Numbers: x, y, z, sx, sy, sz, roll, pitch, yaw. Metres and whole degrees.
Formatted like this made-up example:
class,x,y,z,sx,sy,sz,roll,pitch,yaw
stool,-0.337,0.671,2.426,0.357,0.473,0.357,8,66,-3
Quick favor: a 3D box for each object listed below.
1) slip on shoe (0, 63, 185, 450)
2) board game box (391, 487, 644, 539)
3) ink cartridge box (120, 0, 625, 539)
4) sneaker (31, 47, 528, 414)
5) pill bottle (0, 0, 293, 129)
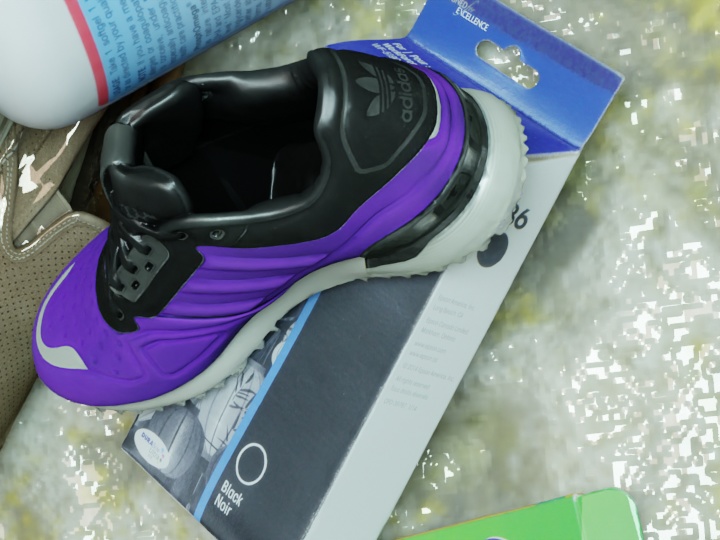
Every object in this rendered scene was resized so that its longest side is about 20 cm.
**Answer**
class,x,y,z,sx,sy,sz,roll,pitch,yaw
slip on shoe,-0.110,-0.015,0.847,0.060,0.076,0.201,17,86,23
board game box,0.012,0.140,0.804,0.199,0.030,0.096,-17,79,26
ink cartridge box,0.000,0.000,0.796,0.099,0.039,0.201,35,101,43
sneaker,-0.053,-0.019,0.754,0.199,0.099,0.070,-28,57,34
pill bottle,-0.082,-0.115,0.774,0.199,0.109,0.109,-31,72,-14
